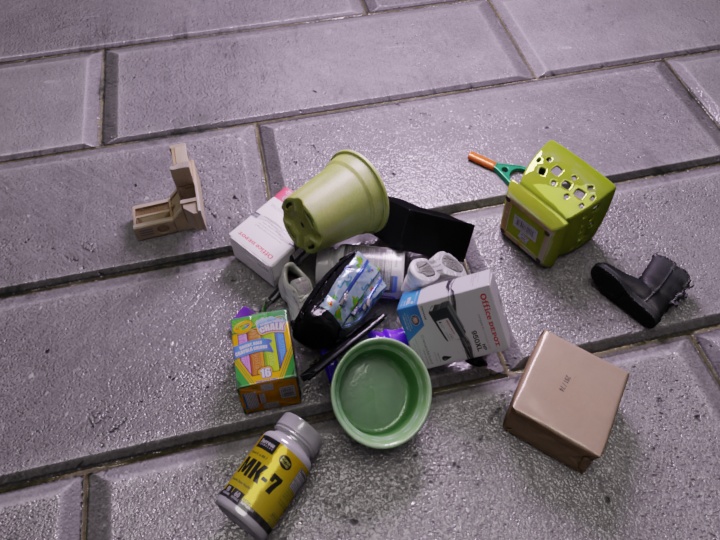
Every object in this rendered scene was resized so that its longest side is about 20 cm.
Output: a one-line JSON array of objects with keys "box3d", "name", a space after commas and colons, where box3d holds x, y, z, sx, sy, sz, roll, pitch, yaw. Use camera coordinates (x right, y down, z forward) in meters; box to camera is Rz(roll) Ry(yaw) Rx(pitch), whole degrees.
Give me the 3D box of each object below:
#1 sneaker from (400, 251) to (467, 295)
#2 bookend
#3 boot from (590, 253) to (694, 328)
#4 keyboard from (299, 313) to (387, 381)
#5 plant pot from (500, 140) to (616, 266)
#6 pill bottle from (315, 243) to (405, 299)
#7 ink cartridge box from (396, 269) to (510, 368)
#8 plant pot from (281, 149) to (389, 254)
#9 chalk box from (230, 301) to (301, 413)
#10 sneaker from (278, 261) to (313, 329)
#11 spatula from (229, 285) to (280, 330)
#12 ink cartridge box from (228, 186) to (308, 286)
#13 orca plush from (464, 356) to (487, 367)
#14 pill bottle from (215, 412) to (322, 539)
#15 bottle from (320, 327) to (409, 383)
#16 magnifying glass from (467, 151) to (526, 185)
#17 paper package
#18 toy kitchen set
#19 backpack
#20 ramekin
[{"box3d": [0.157, 0.019, 1.325, 0.197, 0.100, 0.079, -5, 52, -43], "name": "sneaker"}, {"box3d": [0.129, -0.107, 1.417, 0.195, 0.094, 0.199, 9, 15, -32], "name": "bookend"}, {"box3d": [0.648, 0.020, 1.365, 0.162, 0.074, 0.198, -38, 71, -21], "name": "boot"}, {"box3d": [-0.038, 0.154, 1.167, 0.198, 0.127, 0.021, -35, 92, -28], "name": "keyboard"}, {"box3d": [0.446, -0.145, 1.407, 0.180, 0.201, 0.200, -36, 63, -17], "name": "plant pot"}, {"box3d": [0.000, 0.000, 1.347, 0.194, 0.115, 0.116, 5, 55, 3], "name": "pill bottle"}, {"box3d": [0.191, 0.101, 1.208, 0.196, 0.147, 0.084, -17, 16, 20], "name": "ink cartridge box"}, {"box3d": [-0.068, -0.136, 1.309, 0.183, 0.203, 0.200, -32, 60, -33], "name": "plant pot"}, {"box3d": [-0.198, 0.167, 1.226, 0.121, 0.126, 0.203, -10, 54, -8], "name": "chalk box"}, {"box3d": [-0.127, 0.073, 1.299, 0.074, 0.100, 0.202, -22, 67, -22], "name": "sneaker"}, {"box3d": [-0.216, 0.073, 1.349, 0.056, 0.021, 0.200, 33, 57, 20], "name": "spatula"}, {"box3d": [-0.192, -0.083, 1.420, 0.143, 0.085, 0.200, 34, 60, 21], "name": "ink cartridge box"}, {"box3d": [0.238, 0.104, 1.303, 0.102, 0.072, 0.204, 6, 55, 4], "name": "orca plush"}, {"box3d": [-0.161, 0.371, 1.090, 0.113, 0.115, 0.201, 27, 59, 18], "name": "pill bottle"}, {"box3d": [0.017, 0.172, 1.258, 0.196, 0.066, 0.085, -18, 57, -13], "name": "bottle"}, {"box3d": [0.379, -0.269, 1.596, 0.197, 0.023, 0.080, 30, 61, 17], "name": "magnifying glass"}, {"box3d": [0.405, 0.256, 1.181, 0.188, 0.105, 0.201, 26, 58, 17], "name": "paper package"}, {"box3d": [-0.459, -0.152, 1.395, 0.176, 0.202, 0.166, -13, 55, -10], "name": "toy kitchen set"}, {"box3d": [-0.038, 0.057, 1.217, 0.151, 0.163, 0.203, 26, 62, -9], "name": "backpack"}, {"box3d": [0.032, 0.237, 1.157, 0.195, 0.098, 0.206, 2, 78, -11], "name": "ramekin"}]
